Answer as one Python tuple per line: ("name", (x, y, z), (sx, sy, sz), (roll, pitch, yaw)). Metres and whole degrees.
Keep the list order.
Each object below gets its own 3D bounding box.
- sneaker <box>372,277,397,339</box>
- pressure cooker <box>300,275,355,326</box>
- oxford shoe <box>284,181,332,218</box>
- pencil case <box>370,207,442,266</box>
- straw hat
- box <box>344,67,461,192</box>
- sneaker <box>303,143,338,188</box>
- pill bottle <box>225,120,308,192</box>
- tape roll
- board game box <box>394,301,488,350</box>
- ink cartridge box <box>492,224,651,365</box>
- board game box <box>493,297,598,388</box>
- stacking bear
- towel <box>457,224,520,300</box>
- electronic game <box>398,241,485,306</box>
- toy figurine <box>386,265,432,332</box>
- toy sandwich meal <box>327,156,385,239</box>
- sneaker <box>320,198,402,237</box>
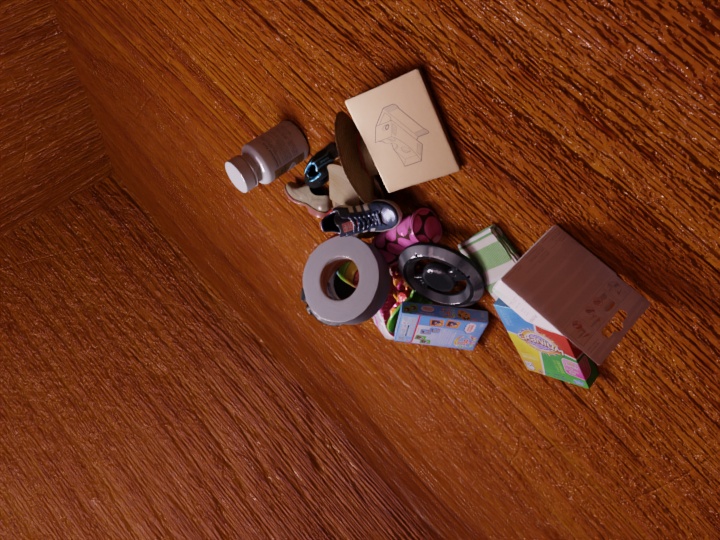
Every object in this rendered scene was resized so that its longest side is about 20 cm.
("sneaker", (0.062, 0.101, 1.522), (0.088, 0.081, 0.201), (118, 142, -58))
("pressure cooker", (-0.072, 0.074, 1.677), (0.176, 0.179, 0.200), (47, 155, 3))
("oxford shoe", (-0.141, -0.215, 1.561), (0.200, 0.070, 0.075), (34, 124, 37))
("pencil case", (0.106, -0.071, 1.277), (0.094, 0.091, 0.200), (58, 154, -2))
("straw hat", (0.026, -0.245, 1.167), (0.085, 0.202, 0.202), (-13, 121, 21))
("box", (0.080, -0.257, 1.061), (0.163, 0.021, 0.201), (-13, 117, 34))
("sneaker", (-0.115, -0.254, 1.417), (0.073, 0.082, 0.200), (52, 156, -1))
("pill bottle", (-0.240, -0.288, 1.444), (0.114, 0.200, 0.115), (40, 154, 24))
("tape roll", (-0.034, 0.023, 1.300), (0.200, 0.201, 0.066), (38, -172, 27))
("board game box", (0.187, 0.134, 1.337), (0.198, 0.037, 0.152), (8, 147, 1))
("ink cartridge box", (0.344, 0.041, 0.922), (0.200, 0.161, 0.050), (44, 157, 15))
("board game box", (0.370, 0.137, 1.124), (0.153, 0.040, 0.200), (11, 140, 54))
("stacking bear", (0.000, 0.000, 1.380), (0.200, 0.114, 0.121), (44, -172, 34))
("towel", (0.290, 0.007, 1.141), (0.200, 0.023, 0.152), (51, 157, -2))
("electronic game", (0.175, 0.012, 1.228), (0.199, 0.042, 0.201), (22, 147, 15))
("toy figurine", (0.084, 0.024, 1.425), (0.184, 0.150, 0.201), (49, 137, 27))
("toy sandwich meal", (-0.019, -0.166, 1.332), (0.205, 0.070, 0.206), (24, 125, 39))
("sneaker", (-0.004, -0.107, 1.241), (0.199, 0.084, 0.075), (-3, 112, 39))
